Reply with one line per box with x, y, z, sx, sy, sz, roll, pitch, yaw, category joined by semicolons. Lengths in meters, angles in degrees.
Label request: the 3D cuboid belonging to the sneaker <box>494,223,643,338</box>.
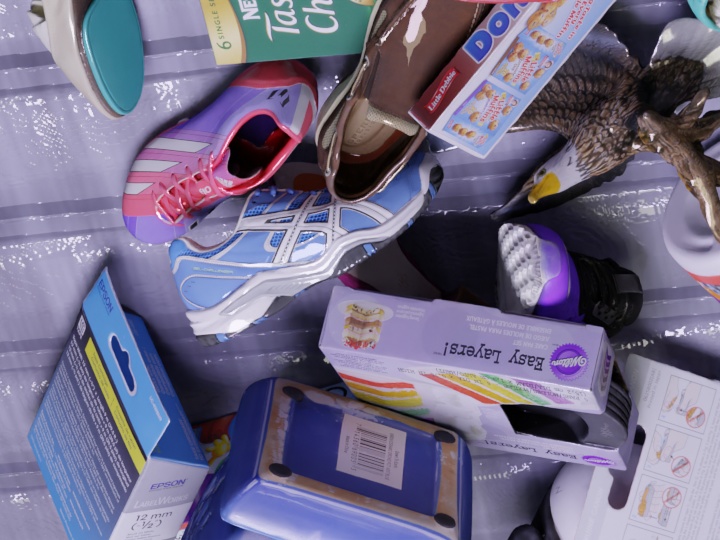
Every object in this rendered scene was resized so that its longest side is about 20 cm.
0.146;0.011;1.703;0.099;0.070;0.200;-6;165;-1;sneaker

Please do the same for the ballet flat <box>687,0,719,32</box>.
0.294;-0.158;1.549;0.199;0.071;0.068;11;134;-4;ballet flat

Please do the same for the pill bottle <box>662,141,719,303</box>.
0.303;0.004;1.673;0.111;0.112;0.200;-29;127;30;pill bottle

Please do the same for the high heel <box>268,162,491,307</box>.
0.000;0.000;1.750;0.200;0.068;0.096;42;153;-14;high heel

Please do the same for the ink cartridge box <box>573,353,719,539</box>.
0.257;0.163;1.806;0.199;0.163;0.057;18;176;-9;ink cartridge box

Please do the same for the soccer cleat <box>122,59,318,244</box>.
-0.100;-0.070;1.675;0.067;0.077;0.200;33;128;-24;soccer cleat

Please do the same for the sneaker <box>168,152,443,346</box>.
-0.036;-0.029;1.648;0.199;0.076;0.077;-31;92;-6;sneaker

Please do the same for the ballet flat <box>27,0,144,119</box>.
-0.188;-0.185;1.593;0.069;0.070;0.201;-2;132;8;ballet flat

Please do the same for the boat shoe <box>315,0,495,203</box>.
0.030;-0.116;1.558;0.074;0.075;0.203;16;137;-12;boat shoe

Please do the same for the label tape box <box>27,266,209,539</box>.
-0.169;0.113;1.807;0.066;0.144;0.200;-4;141;-32;label tape box

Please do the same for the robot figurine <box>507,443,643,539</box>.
0.184;0.221;1.888;0.125;0.150;0.201;35;136;15;robot figurine

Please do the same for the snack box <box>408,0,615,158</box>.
0.115;-0.158;1.526;0.200;0.024;0.072;-50;148;12;snack box

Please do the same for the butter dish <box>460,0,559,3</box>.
0.101;-0.219;1.425;0.199;0.200;0.148;-4;135;10;butter dish

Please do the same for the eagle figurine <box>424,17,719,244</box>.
0.144;-0.091;1.609;0.150;0.200;0.153;-7;104;-35;eagle figurine

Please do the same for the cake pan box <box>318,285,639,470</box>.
0.088;0.075;1.695;0.199;0.053;0.184;9;163;16;cake pan box

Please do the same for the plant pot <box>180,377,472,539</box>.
-0.023;0.196;1.705;0.199;0.200;0.181;17;116;-4;plant pot

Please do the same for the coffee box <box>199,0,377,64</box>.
-0.007;-0.193;1.568;0.199;0.044;0.123;-2;135;9;coffee box

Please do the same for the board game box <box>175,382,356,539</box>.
-0.036;0.165;1.875;0.199;0.103;0.105;-18;130;22;board game box
